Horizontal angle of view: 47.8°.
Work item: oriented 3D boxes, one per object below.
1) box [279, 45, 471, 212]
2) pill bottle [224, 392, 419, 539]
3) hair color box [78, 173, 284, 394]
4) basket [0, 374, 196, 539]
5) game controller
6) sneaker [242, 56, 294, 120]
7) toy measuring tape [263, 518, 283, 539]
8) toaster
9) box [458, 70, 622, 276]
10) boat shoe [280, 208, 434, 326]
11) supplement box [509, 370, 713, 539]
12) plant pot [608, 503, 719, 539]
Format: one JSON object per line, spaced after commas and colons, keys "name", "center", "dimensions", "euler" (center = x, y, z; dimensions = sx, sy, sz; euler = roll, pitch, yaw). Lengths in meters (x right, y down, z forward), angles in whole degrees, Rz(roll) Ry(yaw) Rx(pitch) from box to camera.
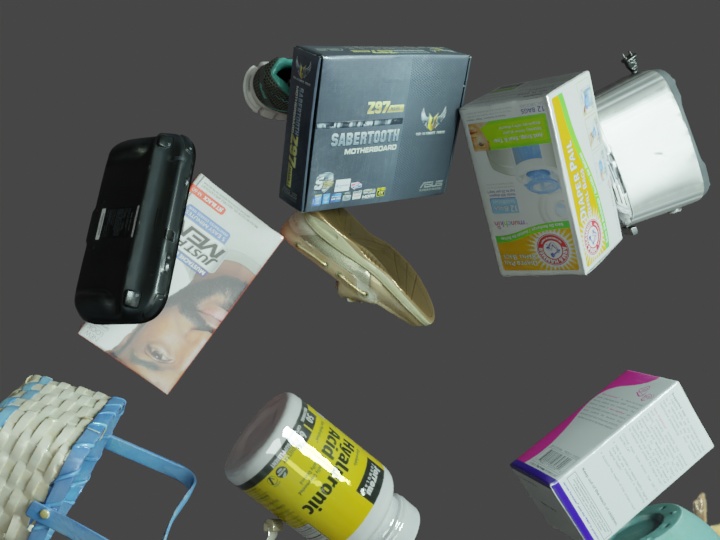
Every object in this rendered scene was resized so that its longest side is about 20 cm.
{"name": "box", "center": [0.017, -0.150, 0.843], "dimensions": [0.200, 0.051, 0.158], "euler": [-11, 120, -37]}
{"name": "pill bottle", "center": [-0.036, 0.230, 0.866], "dimensions": [0.200, 0.111, 0.111], "euler": [41, 80, -14]}
{"name": "hair color box", "center": [-0.185, 0.012, 0.843], "dimensions": [0.111, 0.064, 0.200], "euler": [37, 82, -14]}
{"name": "basket", "center": [-0.262, 0.194, 0.772], "dimensions": [0.200, 0.176, 0.139], "euler": [24, 99, -2]}
{"name": "game controller", "center": [-0.222, -0.044, 0.799], "dimensions": [0.042, 0.104, 0.200], "euler": [36, 55, -52]}
{"name": "sneaker", "center": [-0.022, -0.189, 0.871], "dimensions": [0.200, 0.091, 0.078], "euler": [1, 88, -17]}
{"name": "toy measuring tape", "center": [-0.156, 0.336, 0.851], "dimensions": [0.073, 0.074, 0.200], "euler": [31, 86, -15]}
{"name": "toaster", "center": [0.311, -0.145, 0.961], "dimensions": [0.129, 0.114, 0.200], "euler": [-26, 101, -12]}
{"name": "box", "center": [0.202, -0.102, 0.896], "dimensions": [0.101, 0.112, 0.200], "euler": [-34, 115, -43]}
{"name": "boat shoe", "center": [0.000, 0.000, 0.901], "dimensions": [0.200, 0.072, 0.065], "euler": [40, 116, -20]}
{"name": "supplement box", "center": [0.299, 0.220, 0.969], "dimensions": [0.200, 0.101, 0.103], "euler": [-36, 101, -13]}
{"name": "plant pot", "center": [0.353, 0.373, 0.945], "dimensions": [0.200, 0.201, 0.161], "euler": [-26, 86, -14]}
